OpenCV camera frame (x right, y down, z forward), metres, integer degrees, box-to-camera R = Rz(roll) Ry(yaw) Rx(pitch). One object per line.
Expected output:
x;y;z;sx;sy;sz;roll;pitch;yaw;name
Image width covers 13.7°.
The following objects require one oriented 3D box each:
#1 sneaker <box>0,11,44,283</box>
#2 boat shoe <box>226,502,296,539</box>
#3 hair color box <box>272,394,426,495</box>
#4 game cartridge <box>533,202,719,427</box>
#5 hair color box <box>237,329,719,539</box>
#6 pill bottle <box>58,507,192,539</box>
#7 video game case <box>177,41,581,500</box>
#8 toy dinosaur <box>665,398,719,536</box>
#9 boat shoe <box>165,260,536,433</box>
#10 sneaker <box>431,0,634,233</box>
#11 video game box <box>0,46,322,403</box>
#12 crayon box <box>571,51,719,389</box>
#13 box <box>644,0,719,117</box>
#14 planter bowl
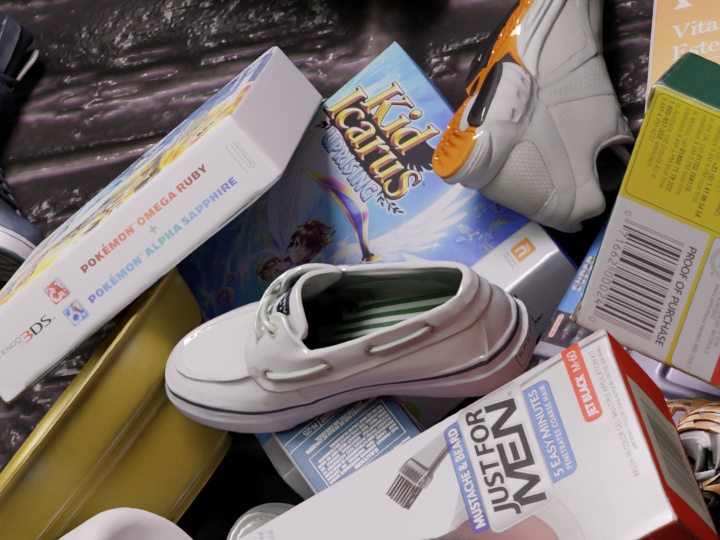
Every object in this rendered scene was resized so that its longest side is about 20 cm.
-0.224;-0.080;1.752;0.202;0.077;0.147;24;77;44;sneaker
-0.021;0.173;1.431;0.072;0.069;0.200;-37;45;7;boat shoe
0.044;0.139;1.388;0.060;0.100;0.200;-39;45;1;hair color box
0.167;0.004;1.448;0.129;0.038;0.201;17;70;37;game cartridge
0.047;0.125;1.279;0.199;0.064;0.111;-32;46;14;hair color box
-0.160;0.209;1.458;0.200;0.114;0.115;-35;44;30;pill bottle
0.000;0.000;1.559;0.181;0.045;0.200;-39;45;4;video game case
0.161;0.108;1.336;0.199;0.102;0.136;7;56;40;toy dinosaur
-0.016;0.024;1.397;0.199;0.067;0.074;-11;47;29;boat shoe
0.102;-0.085;1.533;0.076;0.092;0.200;-49;10;40;sneaker
-0.108;-0.028;1.530;0.182;0.047;0.200;-42;7;13;video game box
0.205;0.004;1.301;0.199;0.128;0.051;25;30;14;crayon box
0.224;-0.117;1.408;0.151;0.107;0.201;-12;43;21;box
-0.123;0.096;1.522;0.201;0.083;0.200;-52;4;5;planter bowl
